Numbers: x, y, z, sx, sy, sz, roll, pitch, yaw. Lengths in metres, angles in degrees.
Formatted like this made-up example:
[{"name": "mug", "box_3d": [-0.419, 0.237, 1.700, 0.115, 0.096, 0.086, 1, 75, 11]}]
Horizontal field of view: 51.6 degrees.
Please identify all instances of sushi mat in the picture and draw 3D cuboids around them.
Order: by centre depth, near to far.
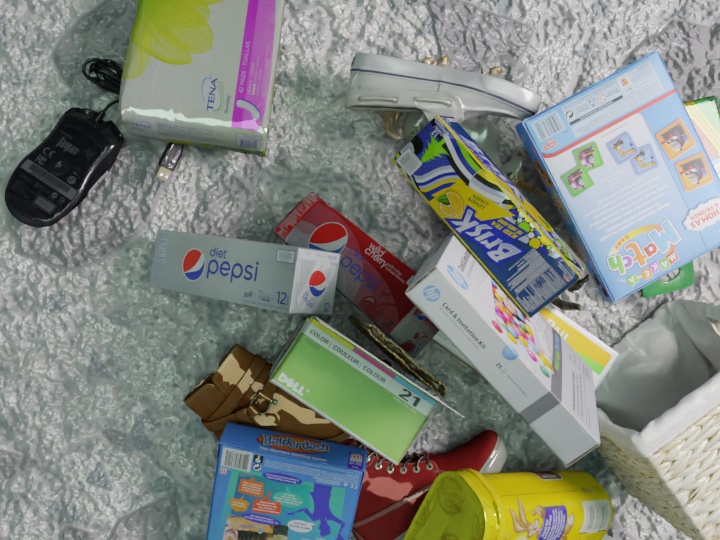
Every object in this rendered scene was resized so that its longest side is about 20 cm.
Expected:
[{"name": "sushi mat", "box_3d": [0.032, 0.082, 0.758, 0.096, 0.200, 0.012, 41, 85, -4]}]

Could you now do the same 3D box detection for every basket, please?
[{"name": "basket", "box_3d": [0.358, 0.154, 0.795, 0.200, 0.198, 0.161, -38, 98, -4]}]

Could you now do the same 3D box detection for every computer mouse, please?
[{"name": "computer mouse", "box_3d": [-0.275, -0.117, 0.805, 0.140, 0.046, 0.200, 28, 78, -2]}]

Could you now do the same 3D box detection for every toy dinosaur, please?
[{"name": "toy dinosaur", "box_3d": [0.194, -0.003, 0.812, 0.088, 0.200, 0.047, 19, 113, -39]}]

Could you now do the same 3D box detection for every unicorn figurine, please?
[{"name": "unicorn figurine", "box_3d": [0.118, -0.161, 0.832, 0.200, 0.074, 0.138, 11, 91, 11]}]

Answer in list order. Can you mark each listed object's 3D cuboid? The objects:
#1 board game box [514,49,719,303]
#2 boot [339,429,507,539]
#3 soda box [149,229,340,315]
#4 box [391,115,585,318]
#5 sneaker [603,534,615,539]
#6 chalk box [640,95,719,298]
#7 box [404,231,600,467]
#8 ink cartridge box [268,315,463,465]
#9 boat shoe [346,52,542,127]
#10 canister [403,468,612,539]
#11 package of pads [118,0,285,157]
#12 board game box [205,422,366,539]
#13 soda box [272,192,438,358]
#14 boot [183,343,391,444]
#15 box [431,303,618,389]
[{"name": "board game box", "box_3d": [0.266, -0.091, 0.737, 0.151, 0.037, 0.200, -28, 93, -1]}, {"name": "boot", "box_3d": [0.053, 0.214, 0.830, 0.200, 0.072, 0.144, -39, 93, 0]}, {"name": "soda box", "box_3d": [-0.120, 0.000, 0.754, 0.200, 0.068, 0.064, 8, 91, 35]}, {"name": "box", "box_3d": [0.123, -0.054, 0.713, 0.064, 0.070, 0.200, -42, 83, 21]}, {"name": "sneaker", "box_3d": [0.264, 0.410, 0.855, 0.078, 0.079, 0.200, 11, 66, -11]}, {"name": "chalk box", "box_3d": [0.324, -0.072, 0.820, 0.125, 0.124, 0.200, -15, 93, -4]}, {"name": "box", "box_3d": [0.134, 0.059, 0.678, 0.200, 0.156, 0.041, 46, 111, -1]}, {"name": "ink cartridge box", "box_3d": [-0.006, 0.110, 0.684, 0.148, 0.200, 0.076, 35, 84, -3]}, {"name": "boat shoe", "box_3d": [0.082, -0.173, 0.767, 0.200, 0.072, 0.066, 14, 97, 6]}, {"name": "canister", "box_3d": [0.156, 0.278, 0.780, 0.200, 0.087, 0.149, 9, 114, -35]}, {"name": "package of pads", "box_3d": [-0.164, -0.230, 0.782, 0.154, 0.068, 0.200, 7, 78, -7]}, {"name": "board game box", "box_3d": [-0.085, 0.271, 0.794, 0.152, 0.045, 0.200, 12, 109, -1]}, {"name": "soda box", "box_3d": [0.000, 0.000, 0.764, 0.063, 0.070, 0.200, -48, 54, -2]}, {"name": "boot", "box_3d": [-0.078, 0.130, 0.808, 0.200, 0.074, 0.155, -44, 99, 0]}, {"name": "box", "box_3d": [0.156, 0.070, 0.814, 0.200, 0.112, 0.101, 35, 88, -4]}]
